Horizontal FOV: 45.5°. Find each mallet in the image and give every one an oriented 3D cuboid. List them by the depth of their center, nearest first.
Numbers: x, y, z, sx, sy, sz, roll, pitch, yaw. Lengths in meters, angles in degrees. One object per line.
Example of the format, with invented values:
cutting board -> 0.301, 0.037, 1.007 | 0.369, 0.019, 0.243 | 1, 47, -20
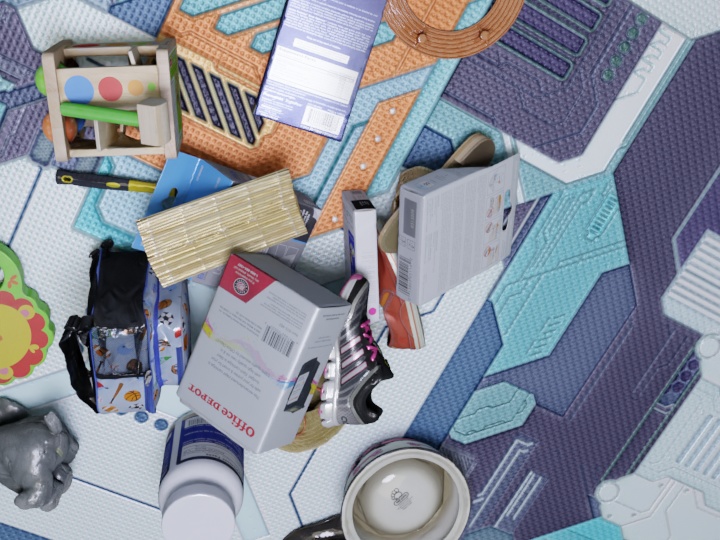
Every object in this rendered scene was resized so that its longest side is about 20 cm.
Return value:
mallet -> -0.289, -0.118, 1.108 | 0.198, 0.041, 0.066 | 13, 110, -8

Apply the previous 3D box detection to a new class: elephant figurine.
elephant figurine -> -0.503, 0.252, 1.178 | 0.198, 0.142, 0.156 | 13, 80, 4

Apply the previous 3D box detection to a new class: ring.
ring -> 0.116, -0.366, 1.075 | 0.199, 0.019, 0.202 | -2, 111, -6

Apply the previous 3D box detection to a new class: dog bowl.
dog bowl -> 0.063, 0.345, 1.299 | 0.198, 0.074, 0.202 | -3, 106, -10

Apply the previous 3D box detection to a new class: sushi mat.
sushi mat -> -0.167, -0.053, 1.056 | 0.199, 0.012, 0.096 | -21, 124, -13

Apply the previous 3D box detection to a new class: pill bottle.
pill bottle -> -0.218, 0.288, 1.182 | 0.115, 0.200, 0.117 | -2, 111, -6

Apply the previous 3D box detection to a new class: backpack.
backpack -> -0.294, 0.087, 1.114 | 0.153, 0.201, 0.192 | 8, 122, -10

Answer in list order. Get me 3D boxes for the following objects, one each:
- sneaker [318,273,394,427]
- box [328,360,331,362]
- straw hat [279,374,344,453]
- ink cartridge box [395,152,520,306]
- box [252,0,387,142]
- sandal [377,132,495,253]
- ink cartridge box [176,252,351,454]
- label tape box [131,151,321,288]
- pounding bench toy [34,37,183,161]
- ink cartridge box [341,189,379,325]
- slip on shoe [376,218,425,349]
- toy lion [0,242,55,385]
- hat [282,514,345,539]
sneaker -> 0.003, 0.106, 1.091 | 0.087, 0.074, 0.202 | 8, 94, 11
box -> -0.137, 0.126, 1.157 | 0.199, 0.070, 0.065 | -23, 79, 22
straw hat -> -0.066, 0.151, 1.206 | 0.200, 0.085, 0.203 | -4, 81, 26
ink cartridge box -> 0.131, -0.063, 1.140 | 0.199, 0.047, 0.161 | -27, 129, -38
box -> -0.050, -0.276, 1.079 | 0.120, 0.032, 0.201 | 16, 110, -13
sandal -> 0.084, -0.112, 1.149 | 0.212, 0.070, 0.078 | -44, 143, -10
ink cartridge box -> -0.122, 0.099, 1.060 | 0.145, 0.083, 0.201 | 30, 104, 25
label tape box -> -0.170, -0.052, 1.102 | 0.199, 0.063, 0.145 | 16, 108, -33
pounding bench toy -> -0.293, -0.192, 0.989 | 0.155, 0.200, 0.125 | -3, 112, -7
ink cartridge box -> 0.000, 0.000, 1.157 | 0.037, 0.095, 0.202 | -4, 111, -10
slip on shoe -> 0.042, 0.025, 1.189 | 0.061, 0.074, 0.201 | -13, 115, 6
toy lion -> -0.499, 0.053, 1.135 | 0.190, 0.069, 0.201 | 13, 108, -20
hat -> -0.040, 0.484, 1.344 | 0.199, 0.081, 0.202 | -3, 112, -7
